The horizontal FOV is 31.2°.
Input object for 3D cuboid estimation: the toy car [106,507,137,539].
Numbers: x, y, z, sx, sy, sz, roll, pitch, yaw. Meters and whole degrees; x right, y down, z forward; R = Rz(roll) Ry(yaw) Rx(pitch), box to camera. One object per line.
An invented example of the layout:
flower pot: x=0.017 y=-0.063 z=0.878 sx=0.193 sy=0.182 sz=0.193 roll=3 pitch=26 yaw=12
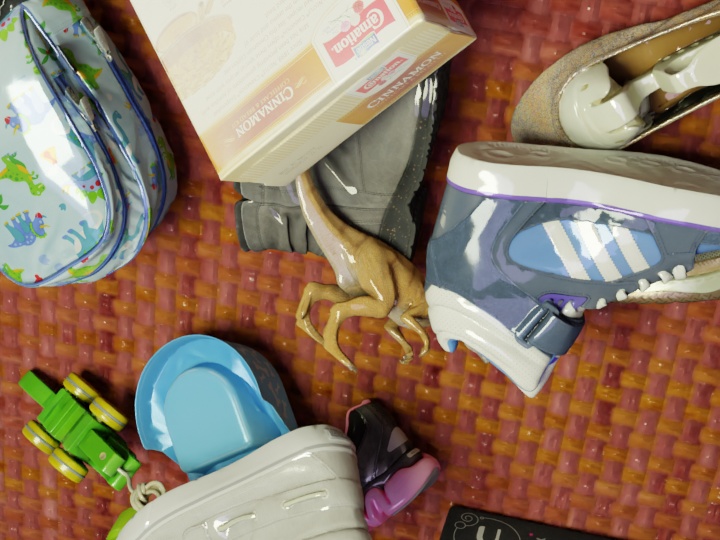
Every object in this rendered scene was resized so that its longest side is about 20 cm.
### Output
toy car: x=-0.180 y=0.323 z=1.028 sx=0.157 sy=0.165 sz=0.200 roll=26 pitch=131 yaw=1

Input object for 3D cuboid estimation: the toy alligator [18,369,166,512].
toy alligator: x=-0.190 y=0.133 z=0.954 sx=0.059 sy=0.200 sz=0.054 roll=-51 pitch=139 yaw=-8

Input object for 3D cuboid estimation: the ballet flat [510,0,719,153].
ballet flat: x=0.173 y=-0.114 z=0.764 sx=0.200 sy=0.067 sz=0.068 roll=-28 pitch=106 yaw=25

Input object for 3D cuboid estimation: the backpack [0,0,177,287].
backpack: x=-0.212 y=-0.087 z=0.848 sx=0.163 sy=0.154 sz=0.200 roll=-27 pitch=119 yaw=17

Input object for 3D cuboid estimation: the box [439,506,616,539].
box: x=0.146 y=0.272 z=0.933 sx=0.199 sy=0.115 sz=0.133 roll=10 pitch=119 yaw=12

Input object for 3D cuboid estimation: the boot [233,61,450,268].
boot: x=-0.017 y=-0.085 z=0.826 sx=0.131 sy=0.070 sz=0.201 roll=14 pitch=117 yaw=6

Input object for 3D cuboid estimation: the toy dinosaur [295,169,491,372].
toy dinosaur: x=0.000 y=0.000 z=0.822 sx=0.200 sy=0.060 sz=0.106 roll=40 pitch=87 yaw=-11

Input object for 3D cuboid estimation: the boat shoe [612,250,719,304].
boat shoe: x=0.232 y=-0.025 z=0.801 sx=0.199 sy=0.072 sz=0.077 roll=-8 pitch=99 yaw=10

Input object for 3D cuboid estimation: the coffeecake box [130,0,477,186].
coffeecake box: x=-0.051 y=-0.174 z=0.742 sx=0.153 sy=0.073 sz=0.201 roll=-34 pitch=75 yaw=26

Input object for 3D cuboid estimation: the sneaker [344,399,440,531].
sneaker: x=-0.037 y=0.166 z=0.962 sx=0.200 sy=0.079 sz=0.096 roll=-38 pitch=86 yaw=23

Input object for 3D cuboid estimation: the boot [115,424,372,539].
boot: x=-0.080 y=0.185 z=0.840 sx=0.200 sy=0.096 sz=0.073 roll=-34 pitch=141 yaw=24

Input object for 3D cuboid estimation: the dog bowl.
dog bowl: x=-0.088 y=0.142 z=0.926 sx=0.111 sy=0.050 sz=0.201 roll=-25 pitch=80 yaw=27

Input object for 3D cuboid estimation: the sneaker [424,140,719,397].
sneaker: x=0.137 y=0.007 z=0.769 sx=0.199 sy=0.081 sz=0.147 roll=8 pitch=110 yaw=2
